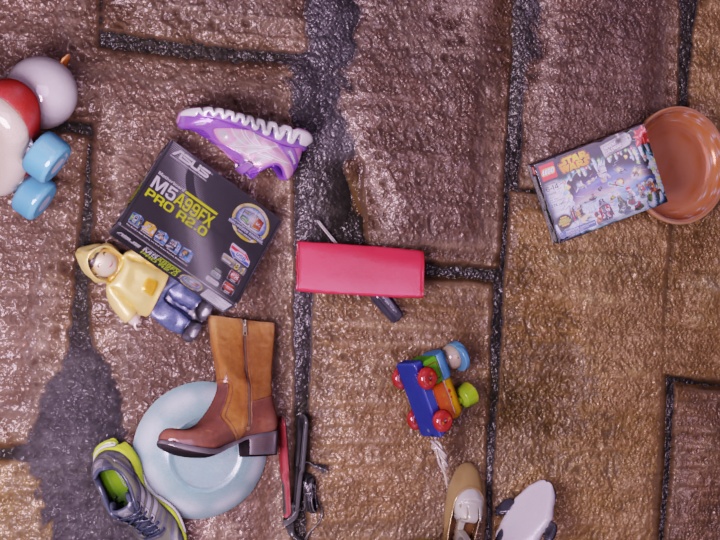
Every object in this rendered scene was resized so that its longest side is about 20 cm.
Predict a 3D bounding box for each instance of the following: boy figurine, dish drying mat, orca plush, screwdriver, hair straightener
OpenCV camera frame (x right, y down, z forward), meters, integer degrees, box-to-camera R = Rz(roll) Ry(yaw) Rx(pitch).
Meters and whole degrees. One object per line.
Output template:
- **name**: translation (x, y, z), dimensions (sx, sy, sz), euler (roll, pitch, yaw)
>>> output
- **boy figurine**: translation (-0.303, 0.016, 1.454), dimensions (0.200, 0.064, 0.125), euler (36, 81, -20)
- **dish drying mat**: translation (0.000, 0.000, 1.570), dimensions (0.199, 0.018, 0.077), euler (4, 83, -14)
- **orca plush**: translation (0.265, 0.437, 1.664), dimensions (0.071, 0.105, 0.201), euler (61, 39, -50)
- **screwdriver**: translation (-0.006, 0.003, 1.589), dimensions (0.029, 0.028, 0.200), euler (-42, 99, 15)
- **hair straightener**: translation (-0.082, 0.312, 1.550), dimensions (0.077, 0.041, 0.201), euler (-4, 92, -20)

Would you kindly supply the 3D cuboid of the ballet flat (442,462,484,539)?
- **ballet flat**: translation (0.165, 0.406, 1.632), dimensions (0.068, 0.063, 0.201), euler (12, 86, -20)

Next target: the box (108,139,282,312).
- **box**: translation (-0.229, -0.062, 1.462), dimensions (0.200, 0.044, 0.161), euler (37, 58, -17)

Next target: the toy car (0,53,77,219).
- **toy car**: translation (-0.441, -0.209, 1.373), dimensions (0.184, 0.177, 0.200), euler (37, 50, -4)

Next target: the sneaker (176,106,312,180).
- **sneaker**: translation (-0.170, -0.180, 1.496), dimensions (0.199, 0.080, 0.089), euler (13, 94, -21)

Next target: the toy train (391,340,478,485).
- **toy train**: translation (0.138, 0.217, 1.617), dimensions (0.115, 0.085, 0.201), euler (-25, 99, -32)

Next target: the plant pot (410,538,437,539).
- **plant pot**: translation (0.074, 0.517, 1.539), dimensions (0.200, 0.176, 0.200), euler (-38, 103, -15)

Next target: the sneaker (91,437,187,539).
- **sneaker**: translation (-0.313, 0.332, 1.435), dimensions (0.074, 0.081, 0.200), euler (-33, 99, 8)

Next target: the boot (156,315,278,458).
- **boot**: translation (-0.199, 0.160, 1.461), dimensions (0.187, 0.068, 0.201), euler (3, 75, -27)

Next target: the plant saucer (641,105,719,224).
- **plant saucer**: translation (0.538, -0.179, 1.778), dimensions (0.199, 0.037, 0.201), euler (-1, 92, -20)

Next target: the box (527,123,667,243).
- **box**: translation (0.389, -0.142, 1.700), dimensions (0.199, 0.040, 0.138), euler (-21, 97, -6)

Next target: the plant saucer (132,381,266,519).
- **plant saucer**: translation (-0.226, 0.262, 1.497), dimensions (0.200, 0.039, 0.202), euler (0, 90, -20)
